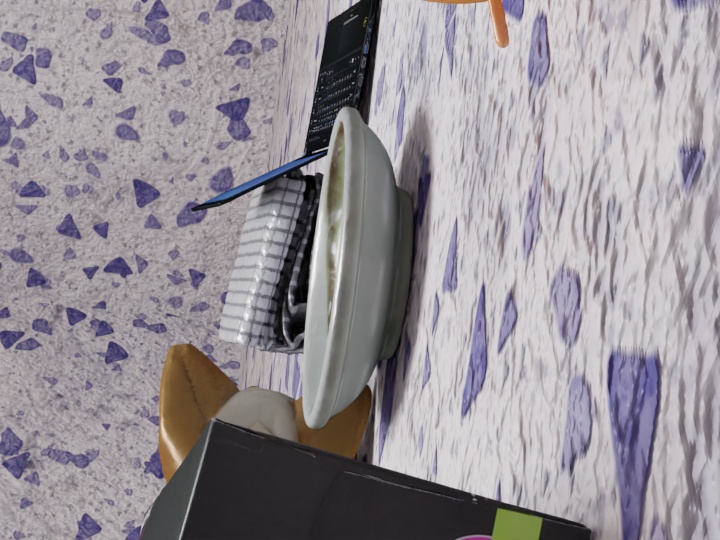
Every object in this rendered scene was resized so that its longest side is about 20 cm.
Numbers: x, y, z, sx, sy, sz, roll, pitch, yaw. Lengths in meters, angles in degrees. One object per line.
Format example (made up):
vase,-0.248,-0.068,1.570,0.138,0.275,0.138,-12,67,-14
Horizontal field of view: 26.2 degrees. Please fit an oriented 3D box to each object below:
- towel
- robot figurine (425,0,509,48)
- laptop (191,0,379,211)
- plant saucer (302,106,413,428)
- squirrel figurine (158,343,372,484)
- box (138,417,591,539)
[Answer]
towel,-0.067,-0.004,1.429,0.200,0.086,0.166,169,115,-78
robot figurine,0.035,-0.172,0.523,0.144,0.117,0.200,122,157,-51
laptop,-0.068,-0.141,1.338,0.177,0.103,0.200,-176,97,-76
plant saucer,0.000,0.000,0.959,0.200,0.050,0.200,-174,90,-84
squirrel figurine,-0.071,0.176,1.072,0.187,0.141,0.200,94,-179,-60
box,-0.025,0.152,0.521,0.200,0.124,0.149,126,159,-68
